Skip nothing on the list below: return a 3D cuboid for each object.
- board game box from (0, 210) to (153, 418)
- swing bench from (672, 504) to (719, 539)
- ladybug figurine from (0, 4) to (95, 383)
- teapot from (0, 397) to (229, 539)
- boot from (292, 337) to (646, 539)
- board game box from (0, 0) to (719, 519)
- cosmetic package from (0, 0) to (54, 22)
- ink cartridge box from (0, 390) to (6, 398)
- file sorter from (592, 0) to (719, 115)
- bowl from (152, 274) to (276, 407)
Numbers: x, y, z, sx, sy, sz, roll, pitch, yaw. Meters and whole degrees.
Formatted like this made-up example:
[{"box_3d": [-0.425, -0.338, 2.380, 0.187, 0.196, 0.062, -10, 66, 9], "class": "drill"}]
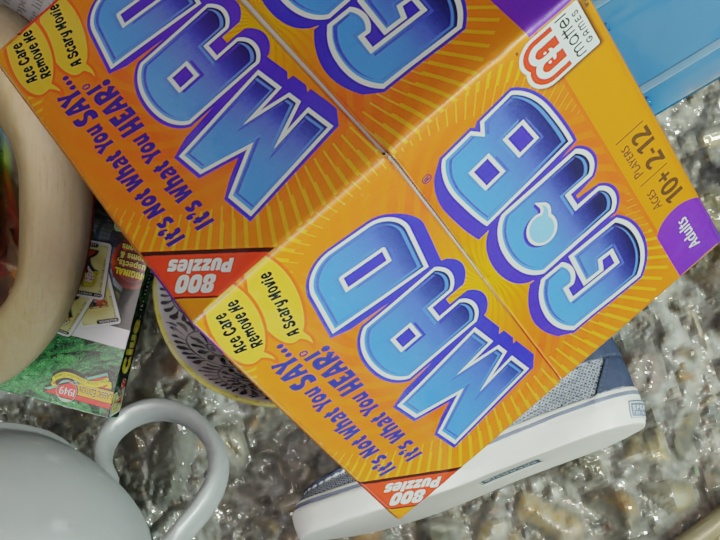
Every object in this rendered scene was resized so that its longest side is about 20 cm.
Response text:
[{"box_3d": [-0.211, 0.003, 1.045, 0.199, 0.023, 0.105, 14, 94, 6], "class": "board game box"}, {"box_3d": [0.128, 0.208, 0.996, 0.200, 0.199, 0.130, -20, 88, 8], "class": "swing bench"}, {"box_3d": [-0.187, -0.042, 0.981, 0.135, 0.072, 0.201, 12, 106, 19], "class": "ladybug figurine"}, {"box_3d": [-0.198, 0.147, 1.068, 0.197, 0.200, 0.146, -49, 41, 35], "class": "teapot"}, {"box_3d": [0.048, 0.076, 1.079, 0.200, 0.073, 0.091, -21, 73, 5], "class": "boot"}, {"box_3d": [0.002, -0.055, 0.892, 0.200, 0.200, 0.200, -41, 51, 0], "class": "board game box"}, {"box_3d": [-0.123, -0.213, 1.016, 0.200, 0.165, 0.165, 34, 126, 6], "class": "cosmetic package"}, {"box_3d": [-0.248, -0.027, 1.102, 0.147, 0.083, 0.200, -43, 85, 5], "class": "ink cartridge box"}, {"box_3d": [0.135, -0.190, 1.010, 0.139, 0.123, 0.200, -30, 86, 29], "class": "file sorter"}, {"box_3d": [0.000, 0.000, 1.048, 0.200, 0.094, 0.201, -14, 57, 22], "class": "bowl"}]
